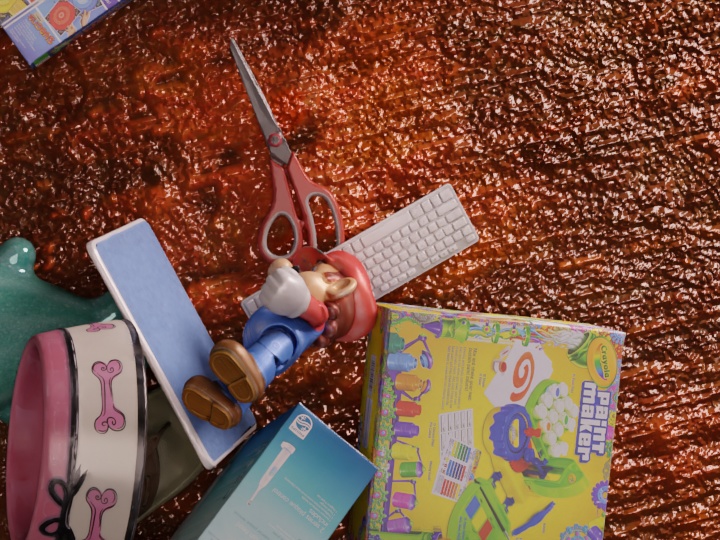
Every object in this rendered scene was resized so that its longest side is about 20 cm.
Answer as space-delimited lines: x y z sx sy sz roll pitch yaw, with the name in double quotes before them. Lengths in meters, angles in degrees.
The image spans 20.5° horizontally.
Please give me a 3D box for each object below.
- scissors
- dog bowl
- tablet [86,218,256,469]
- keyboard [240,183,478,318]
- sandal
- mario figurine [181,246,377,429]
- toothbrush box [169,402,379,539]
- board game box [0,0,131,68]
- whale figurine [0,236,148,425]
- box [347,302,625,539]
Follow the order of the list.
"scissors" -0.060 -0.098 1.648 0.073 0.014 0.200 -9 91 -2
"dog bowl" -0.218 0.133 1.497 0.074 0.200 0.200 6 91 -19
"tablet" -0.150 0.056 1.588 0.014 0.130 0.200 -28 93 17
"keyboard" 0.000 0.000 1.647 0.200 0.011 0.056 -30 110 -3
"sandal" -0.195 0.174 1.620 0.201 0.057 0.080 -44 94 -2
"mario figurine" -0.071 0.036 1.561 0.123 0.200 0.106 -4 114 35
"toothbrush box" -0.094 0.215 1.535 0.085 0.146 0.200 41 63 -5
"board game box" -0.271 -0.284 1.614 0.135 0.034 0.200 -35 94 -3
"whale figurine" -0.270 0.053 1.588 0.200 0.104 0.159 -1 91 -4
"box" 0.099 0.135 1.605 0.193 0.122 0.200 6 91 -7
